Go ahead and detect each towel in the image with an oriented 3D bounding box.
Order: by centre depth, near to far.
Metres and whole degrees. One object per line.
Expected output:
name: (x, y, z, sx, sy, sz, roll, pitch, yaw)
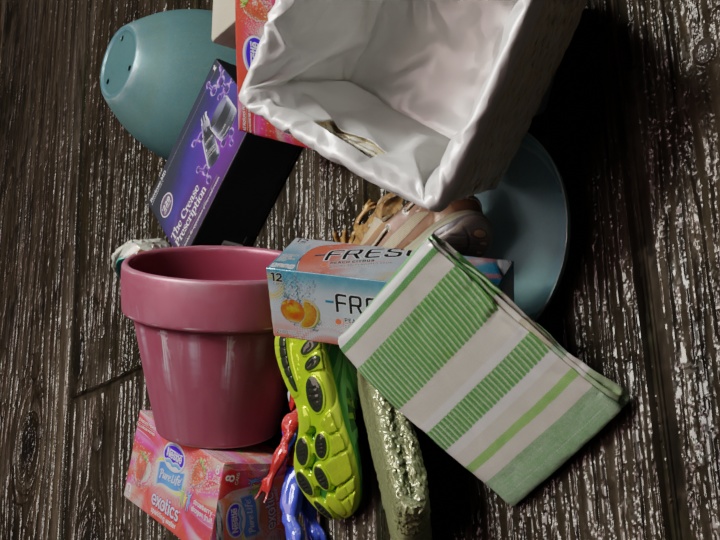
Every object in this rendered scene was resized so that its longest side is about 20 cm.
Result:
towel: (0.091, 0.080, 1.010, 0.153, 0.200, 0.023, -49, 2, 35)
towel: (0.029, 0.146, 1.118, 0.149, 0.036, 0.201, 86, 173, -56)

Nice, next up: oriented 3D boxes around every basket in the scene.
basket: (0.047, -0.181, 1.021, 0.198, 0.161, 0.201, 30, 110, 18)

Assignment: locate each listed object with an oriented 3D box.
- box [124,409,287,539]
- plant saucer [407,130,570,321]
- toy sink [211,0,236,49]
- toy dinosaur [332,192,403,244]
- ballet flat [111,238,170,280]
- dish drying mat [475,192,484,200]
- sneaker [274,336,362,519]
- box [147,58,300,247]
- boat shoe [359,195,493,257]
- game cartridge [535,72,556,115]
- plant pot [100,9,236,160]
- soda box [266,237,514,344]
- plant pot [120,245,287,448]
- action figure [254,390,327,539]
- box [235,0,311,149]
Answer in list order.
box: (-0.159, 0.220, 1.344, 0.200, 0.094, 0.103, 19, 99, 54)
plant saucer: (0.111, -0.029, 1.114, 0.200, 0.027, 0.201, -8, 80, 50)
toy sink: (-0.067, -0.331, 1.397, 0.200, 0.112, 0.131, -26, 58, 52)
toy dinosaur: (0.000, 0.000, 1.227, 0.106, 0.060, 0.201, -90, 9, -58)
ballet flat: (-0.229, 0.003, 1.453, 0.071, 0.200, 0.072, -5, 62, 9)
dish drying mat: (0.069, -0.113, 1.223, 0.200, 0.018, 0.077, 49, 121, 47)
sneaker: (-0.024, 0.136, 1.222, 0.074, 0.083, 0.201, -10, 89, 37)
box: (-0.156, -0.119, 1.477, 0.200, 0.079, 0.141, -61, 36, 20)
boat shoe: (0.034, -0.013, 1.134, 0.200, 0.076, 0.072, -35, 56, 32)
game cartridge: (0.083, -0.215, 1.123, 0.199, 0.040, 0.134, 24, 118, 20)
plant pot: (-0.239, -0.237, 1.575, 0.200, 0.134, 0.201, -22, 62, 47)
soda box: (0.025, 0.024, 1.060, 0.199, 0.064, 0.069, 6, 118, 20)
plant pot: (-0.146, 0.078, 1.316, 0.200, 0.199, 0.180, 18, 108, 54)
action figure: (-0.061, 0.209, 1.249, 0.052, 0.065, 0.201, -12, 71, 43)
box: (-0.063, -0.231, 1.275, 0.096, 0.099, 0.201, -63, -17, -45)
